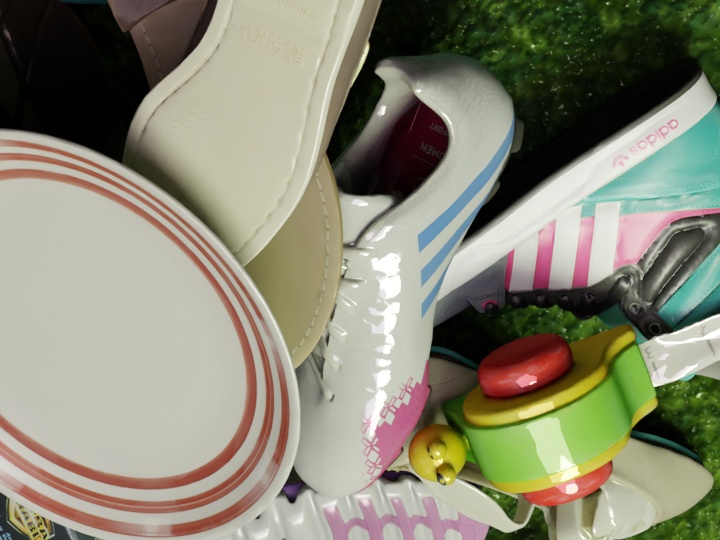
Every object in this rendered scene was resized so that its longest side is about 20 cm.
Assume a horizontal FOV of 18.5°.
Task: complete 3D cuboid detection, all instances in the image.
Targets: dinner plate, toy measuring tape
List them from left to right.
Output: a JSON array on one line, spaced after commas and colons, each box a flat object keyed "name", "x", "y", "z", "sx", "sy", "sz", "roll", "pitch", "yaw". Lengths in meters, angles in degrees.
[{"name": "dinner plate", "x": -0.111, "y": 0.027, "z": 0.876, "sx": 0.200, "sy": 0.024, "sz": 0.200, "roll": 14, "pitch": 127, "yaw": 19}, {"name": "toy measuring tape", "x": 0.114, "y": 0.051, "z": 0.934, "sx": 0.200, "sy": 0.074, "sz": 0.074, "roll": -20, "pitch": 117, "yaw": 7}]

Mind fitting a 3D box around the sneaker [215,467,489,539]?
[{"name": "sneaker", "x": -0.039, "y": 0.114, "z": 1.063, "sx": 0.200, "sy": 0.088, "sz": 0.081, "roll": -7, "pitch": 126, "yaw": -5}]

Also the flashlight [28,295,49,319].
[{"name": "flashlight", "x": -0.165, "y": 0.036, "z": 0.988, "sx": 0.068, "sy": 0.068, "sz": 0.200, "roll": 36, "pitch": 139, "yaw": -17}]

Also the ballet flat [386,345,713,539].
[{"name": "ballet flat", "x": 0.085, "y": 0.097, "z": 1.032, "sx": 0.200, "sy": 0.069, "sz": 0.069, "roll": 23, "pitch": 118, "yaw": -29}]

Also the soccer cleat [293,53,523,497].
[{"name": "soccer cleat", "x": 0.000, "y": 0.000, "z": 0.932, "sx": 0.070, "sy": 0.086, "sz": 0.200, "roll": 26, "pitch": 100, "yaw": 35}]

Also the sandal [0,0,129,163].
[{"name": "sandal", "x": -0.134, "y": -0.057, "z": 0.987, "sx": 0.082, "sy": 0.055, "sz": 0.200, "roll": -53, "pitch": 127, "yaw": -15}]

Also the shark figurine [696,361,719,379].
[{"name": "shark figurine", "x": 0.215, "y": 0.097, "z": 1.047, "sx": 0.128, "sy": 0.090, "sz": 0.215, "roll": -15, "pitch": 115, "yaw": 11}]

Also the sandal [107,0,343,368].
[{"name": "sandal", "x": -0.054, "y": -0.064, "z": 0.904, "sx": 0.078, "sy": 0.070, "sz": 0.212, "roll": -14, "pitch": 102, "yaw": 7}]

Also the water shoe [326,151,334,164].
[{"name": "water shoe", "x": -0.040, "y": -0.017, "z": 0.975, "sx": 0.079, "sy": 0.072, "sz": 0.200, "roll": -1, "pitch": 103, "yaw": 1}]

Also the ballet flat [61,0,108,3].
[{"name": "ballet flat", "x": -0.035, "y": -0.149, "z": 0.939, "sx": 0.200, "sy": 0.069, "sz": 0.063, "roll": -3, "pitch": 91, "yaw": 0}]

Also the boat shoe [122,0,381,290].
[{"name": "boat shoe", "x": -0.033, "y": -0.080, "z": 0.825, "sx": 0.072, "sy": 0.060, "sz": 0.200, "roll": 28, "pitch": 123, "yaw": 8}]

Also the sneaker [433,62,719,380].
[{"name": "sneaker", "x": 0.101, "y": 0.007, "z": 1.005, "sx": 0.200, "sy": 0.084, "sz": 0.121, "roll": -33, "pitch": 104, "yaw": 16}]

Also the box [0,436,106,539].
[{"name": "box", "x": -0.139, "y": 0.174, "z": 1.010, "sx": 0.159, "sy": 0.046, "sz": 0.200, "roll": -22, "pitch": 97, "yaw": 42}]
